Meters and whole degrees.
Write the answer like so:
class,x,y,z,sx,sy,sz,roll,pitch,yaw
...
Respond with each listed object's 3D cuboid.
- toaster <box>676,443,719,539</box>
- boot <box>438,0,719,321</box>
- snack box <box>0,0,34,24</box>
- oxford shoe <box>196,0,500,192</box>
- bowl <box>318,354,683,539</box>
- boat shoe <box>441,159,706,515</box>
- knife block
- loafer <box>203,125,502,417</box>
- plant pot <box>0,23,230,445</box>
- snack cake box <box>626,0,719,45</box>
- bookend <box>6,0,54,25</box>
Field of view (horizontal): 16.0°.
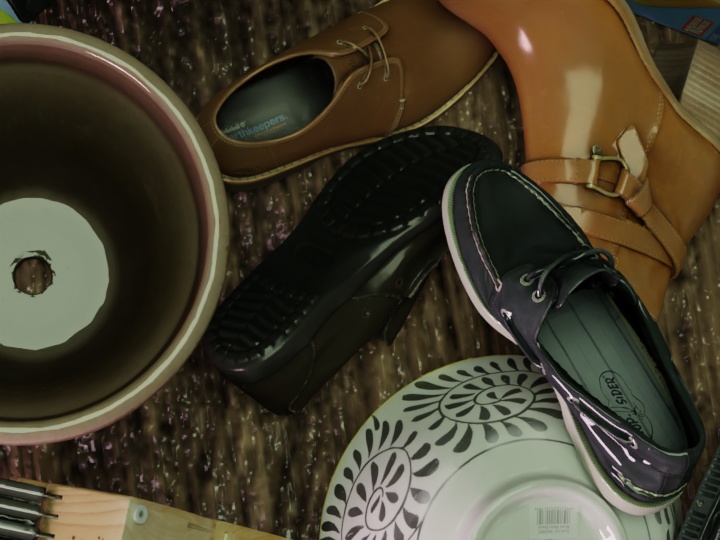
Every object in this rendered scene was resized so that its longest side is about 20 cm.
class,x,y,z,sx,sy,sz,roll,pitch,yaw
toaster,0.236,0.159,1.313,0.129,0.113,0.201,36,74,-44
boot,0.104,-0.071,1.353,0.199,0.074,0.156,24,79,-14
snack box,-0.266,-0.189,1.361,0.167,0.068,0.202,-8,83,-8
oxford shoe,0.002,-0.105,1.372,0.199,0.071,0.072,-31,83,-14
bowl,0.085,0.146,1.314,0.199,0.094,0.202,0,92,-11
boat shoe,0.109,0.023,1.272,0.074,0.066,0.200,-19,75,-23
knife block,-0.152,0.147,1.335,0.199,0.175,0.064,21,78,-47
loafer,0.000,0.000,1.365,0.200,0.072,0.073,-41,46,-18
plant pot,-0.166,-0.006,1.290,0.199,0.175,0.202,1,81,-5
snack cake box,0.166,-0.188,1.333,0.114,0.200,0.068,19,81,-2
bookend,-0.165,-0.260,1.270,0.199,0.092,0.200,-43,56,-10
